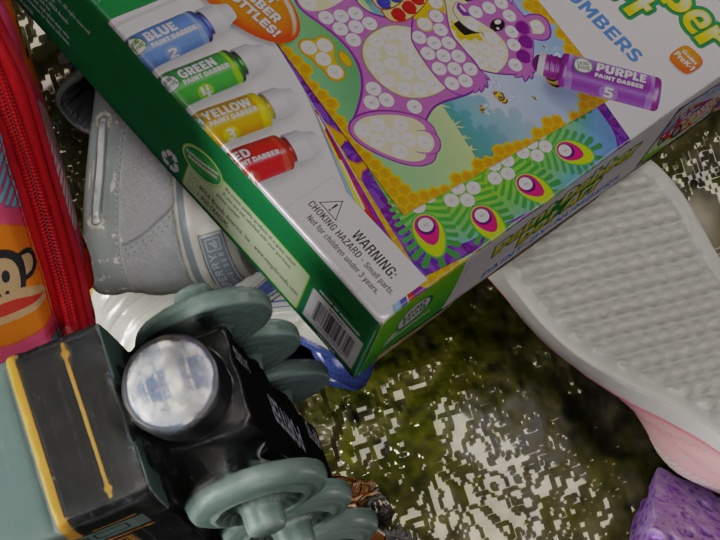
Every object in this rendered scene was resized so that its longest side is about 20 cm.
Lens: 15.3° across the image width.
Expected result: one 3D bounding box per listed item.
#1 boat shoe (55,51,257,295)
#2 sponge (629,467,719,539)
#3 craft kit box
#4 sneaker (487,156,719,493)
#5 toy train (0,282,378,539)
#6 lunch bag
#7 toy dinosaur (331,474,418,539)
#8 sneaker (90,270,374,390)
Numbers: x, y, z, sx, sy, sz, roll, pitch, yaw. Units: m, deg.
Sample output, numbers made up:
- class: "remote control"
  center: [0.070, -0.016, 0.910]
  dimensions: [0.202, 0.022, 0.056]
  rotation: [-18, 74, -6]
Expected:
- class: "boat shoe"
  center: [-0.079, -0.072, 0.986]
  dimensions: [0.071, 0.070, 0.202]
  rotation: [-11, 47, 6]
- class: "sponge"
  center: [0.145, 0.145, 0.951]
  dimensions: [0.111, 0.200, 0.030]
  rotation: [24, 114, -1]
- class: "craft kit box"
  center: [0.009, -0.092, 0.937]
  dimensions: [0.197, 0.049, 0.200]
  rotation: [-35, 74, -31]
- class: "sneaker"
  center: [0.109, 0.021, 1.002]
  dimensions: [0.200, 0.105, 0.075]
  rotation: [39, 80, -5]
- class: "toy train"
  center: [-0.064, 0.066, 0.890]
  dimensions: [0.113, 0.200, 0.086]
  rotation: [-20, 73, 4]
- class: "lunch bag"
  center: [-0.151, -0.040, 0.933]
  dimensions: [0.082, 0.200, 0.177]
  rotation: [-19, 118, -10]
- class: "toy dinosaur"
  center: [-0.056, 0.162, 0.981]
  dimensions: [0.200, 0.102, 0.136]
  rotation: [-45, 65, 2]
- class: "sneaker"
  center: [0.000, 0.000, 1.007]
  dimensions: [0.199, 0.075, 0.088]
  rotation: [-26, 70, 0]
